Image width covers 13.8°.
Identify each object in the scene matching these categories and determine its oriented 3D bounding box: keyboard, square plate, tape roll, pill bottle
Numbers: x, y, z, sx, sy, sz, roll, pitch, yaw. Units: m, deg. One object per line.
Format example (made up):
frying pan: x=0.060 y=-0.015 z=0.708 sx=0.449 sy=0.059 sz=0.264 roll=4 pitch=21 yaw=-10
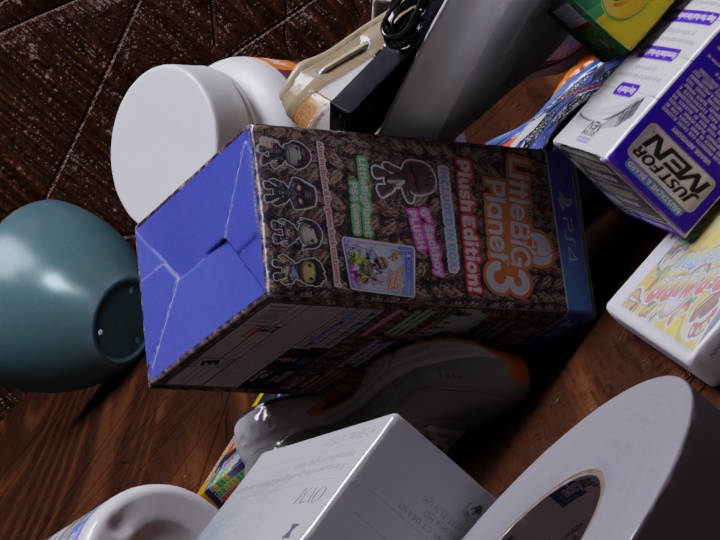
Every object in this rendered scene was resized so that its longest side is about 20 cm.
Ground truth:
keyboard: x=0.044 y=-0.151 z=1.608 sx=0.200 sy=0.040 sz=0.104 roll=-47 pitch=-12 yaw=-20
square plate: x=0.091 y=-0.148 z=1.633 sx=0.200 sy=0.028 sz=0.199 roll=-41 pitch=-14 yaw=-39
tape roll: x=0.080 y=0.137 z=1.135 sx=0.200 sy=0.066 sz=0.200 roll=-48 pitch=8 yaw=10
pill bottle: x=-0.042 y=-0.066 z=1.757 sx=0.199 sy=0.115 sz=0.114 roll=2 pitch=-35 yaw=-45
pill bottle: x=-0.155 y=0.207 z=1.832 sx=0.114 sy=0.114 sz=0.200 roll=-54 pitch=10 yaw=-30

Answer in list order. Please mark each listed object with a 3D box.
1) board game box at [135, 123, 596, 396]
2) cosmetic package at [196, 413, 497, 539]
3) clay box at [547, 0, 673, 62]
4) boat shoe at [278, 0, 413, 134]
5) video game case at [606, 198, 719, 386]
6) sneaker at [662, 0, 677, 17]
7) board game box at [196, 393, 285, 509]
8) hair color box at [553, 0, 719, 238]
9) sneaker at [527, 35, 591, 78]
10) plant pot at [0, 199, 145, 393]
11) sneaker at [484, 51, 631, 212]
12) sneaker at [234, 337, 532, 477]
board game box: x=0.000 y=0.000 z=1.628 sx=0.159 sy=0.199 sz=0.098 roll=-35 pitch=56 yaw=55
cosmetic package: x=-0.031 y=0.183 z=1.305 sx=0.200 sy=0.123 sz=0.199 roll=-53 pitch=9 yaw=-18
clay box: x=0.183 y=-0.201 z=1.568 sx=0.200 sy=0.048 sz=0.115 roll=-50 pitch=2 yaw=-1
boat shoe: x=0.037 y=-0.138 z=1.705 sx=0.200 sy=0.068 sz=0.075 roll=-43 pitch=-14 yaw=-30
video game case: x=0.199 y=-0.033 z=1.413 sx=0.182 sy=0.023 sz=0.200 roll=-49 pitch=9 yaw=1
sneaker: x=0.210 y=-0.136 z=1.647 sx=0.080 sy=0.089 sz=0.200 roll=-28 pitch=33 yaw=3
board game box: x=-0.007 y=0.066 z=1.900 sx=0.165 sy=0.057 sz=0.200 roll=-42 pitch=11 yaw=43
hair color box: x=0.193 y=-0.114 z=1.498 sx=0.200 sy=0.065 sz=0.109 roll=-47 pitch=12 yaw=-2
sneaker: x=0.135 y=-0.178 z=1.789 sx=0.200 sy=0.077 sz=0.085 roll=-33 pitch=-11 yaw=32
plant pot: x=-0.287 y=0.038 z=3.061 sx=0.134 sy=0.201 sz=0.200 roll=15 pitch=57 yaw=41
sneaker: x=0.110 y=-0.057 z=1.797 sx=0.200 sy=0.075 sz=0.078 roll=-49 pitch=12 yaw=11
sneaker: x=0.016 y=0.104 z=1.630 sx=0.199 sy=0.075 sz=0.093 roll=-25 pitch=58 yaw=37
